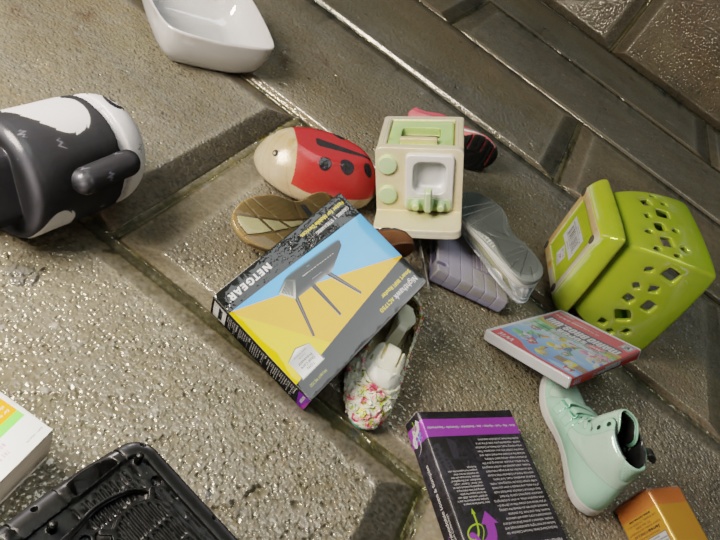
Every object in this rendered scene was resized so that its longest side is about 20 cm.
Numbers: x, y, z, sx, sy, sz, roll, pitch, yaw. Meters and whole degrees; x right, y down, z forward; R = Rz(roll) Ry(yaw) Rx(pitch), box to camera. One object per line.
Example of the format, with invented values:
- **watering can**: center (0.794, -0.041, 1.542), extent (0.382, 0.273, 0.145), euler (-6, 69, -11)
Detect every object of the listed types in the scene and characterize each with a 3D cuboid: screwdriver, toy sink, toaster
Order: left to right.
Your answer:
- **toaster**: center (-0.172, 0.232, 0.413), extent (0.200, 0.119, 0.180), euler (43, 38, 9)
- **screwdriver**: center (0.091, -0.046, 0.971), extent (0.029, 0.028, 0.202), euler (41, 29, -42)
- **toy sink**: center (0.090, -0.148, 0.956), extent (0.128, 0.113, 0.201), euler (3, 35, 9)

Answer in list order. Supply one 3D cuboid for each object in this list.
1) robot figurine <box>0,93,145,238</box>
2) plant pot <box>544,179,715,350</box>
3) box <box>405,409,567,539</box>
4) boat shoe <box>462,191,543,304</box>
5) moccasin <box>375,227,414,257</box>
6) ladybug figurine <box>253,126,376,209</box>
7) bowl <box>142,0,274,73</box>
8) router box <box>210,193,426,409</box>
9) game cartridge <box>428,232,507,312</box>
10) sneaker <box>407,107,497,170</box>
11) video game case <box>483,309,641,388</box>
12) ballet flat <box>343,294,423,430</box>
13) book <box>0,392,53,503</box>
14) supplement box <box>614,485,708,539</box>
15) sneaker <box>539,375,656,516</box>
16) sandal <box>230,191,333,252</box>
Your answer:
- **robot figurine**: center (-0.316, -0.112, 0.656), extent (0.151, 0.125, 0.200), euler (48, 40, 4)
- **plant pot**: center (0.421, -0.018, 1.056), extent (0.179, 0.200, 0.201), euler (21, 40, -7)
- **box**: center (0.142, 0.249, 0.696), extent (0.141, 0.036, 0.202), euler (7, 45, -30)
- **boat shoe**: center (0.199, -0.041, 0.974), extent (0.074, 0.065, 0.203), euler (-18, 54, -23)
- **moccasin**: center (0.001, -0.001, 0.818), extent (0.200, 0.074, 0.078), euler (-21, 66, -46)
- **ladybug figurine**: center (-0.055, -0.154, 0.936), extent (0.197, 0.072, 0.137), euler (9, 45, -30)
- **bowl**: center (-0.256, -0.397, 1.038), extent (0.198, 0.075, 0.201), euler (0, 50, -37)
- **router box**: center (-0.043, 0.028, 0.713), extent (0.149, 0.051, 0.200), euler (44, 61, 5)
- **game cartridge**: center (0.169, -0.031, 1.008), extent (0.128, 0.038, 0.201), euler (28, 38, -15)
- **sneaker**: center (0.175, -0.261, 1.216), extent (0.197, 0.074, 0.088), euler (17, 40, -21)
- **video game case**: center (0.291, 0.106, 0.917), extent (0.198, 0.018, 0.142), euler (-8, 28, -41)
- **ballet flat**: center (0.030, 0.093, 0.751), extent (0.075, 0.064, 0.201), euler (30, 39, -7)
- **book**: center (-0.351, 0.115, 0.463), extent (0.199, 0.048, 0.134), euler (35, 40, 2)
- **supplement box**: center (0.377, 0.357, 0.734), extent (0.066, 0.069, 0.202), euler (8, 44, -29)
- **sneaker**: center (0.297, 0.187, 0.807), extent (0.073, 0.119, 0.202), euler (16, 41, -19)
- **sandal**: center (-0.089, -0.056, 0.828), extent (0.081, 0.054, 0.199), euler (55, 35, 11)
